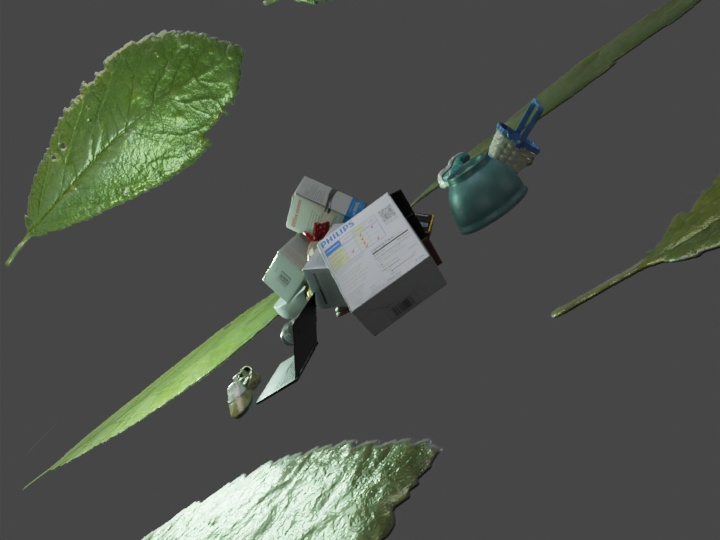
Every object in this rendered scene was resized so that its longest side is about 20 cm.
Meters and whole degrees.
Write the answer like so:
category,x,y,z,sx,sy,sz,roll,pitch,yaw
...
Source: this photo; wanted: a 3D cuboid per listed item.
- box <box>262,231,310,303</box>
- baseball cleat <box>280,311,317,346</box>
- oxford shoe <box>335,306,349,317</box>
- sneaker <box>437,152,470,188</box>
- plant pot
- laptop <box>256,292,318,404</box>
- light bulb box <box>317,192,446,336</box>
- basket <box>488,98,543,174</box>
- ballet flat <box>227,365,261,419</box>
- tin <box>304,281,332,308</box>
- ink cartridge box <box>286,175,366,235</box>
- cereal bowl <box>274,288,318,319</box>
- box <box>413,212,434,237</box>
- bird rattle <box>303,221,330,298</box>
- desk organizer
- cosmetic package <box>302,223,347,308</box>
category,x,y,z,sx,sy,sz,roll,pitch,yaw
box,-0.174,-0.032,1.898,0.200,0.106,0.153,-49,-3,-46
baseball cleat,-0.181,0.172,1.761,0.106,0.070,0.200,-39,-1,25
oxford shoe,-0.011,0.044,1.689,0.070,0.076,0.200,-23,17,49
sneaker,0.350,-0.353,2.298,0.078,0.079,0.201,0,38,39
plant pot,0.295,-0.202,1.591,0.198,0.136,0.201,-35,11,8
laptop,-0.174,0.181,1.519,0.197,0.117,0.188,-32,10,21
light bulb box,0.043,-0.014,1.355,0.196,0.125,0.202,-34,53,5
basket,0.439,-0.371,1.775,0.204,0.136,0.177,-65,-2,25
ballet flat,-0.291,0.291,1.571,0.070,0.072,0.200,-33,11,11
tin,-0.090,0.040,1.899,0.200,0.110,0.043,-47,-22,-48
ink cartridge box,-0.098,-0.155,1.817,0.147,0.196,0.085,115,179,-50
cereal bowl,-0.170,0.085,2.013,0.198,0.084,0.200,-36,10,7
box,0.104,-0.125,1.813,0.194,0.051,0.160,9,24,9
bird rattle,-0.099,-0.022,1.687,0.109,0.207,0.163,-4,12,7
desk organizer,0.108,-0.084,1.488,0.076,0.203,0.072,-30,-1,7
cosmetic package,-0.005,-0.020,1.585,0.195,0.125,0.201,-3,35,28
